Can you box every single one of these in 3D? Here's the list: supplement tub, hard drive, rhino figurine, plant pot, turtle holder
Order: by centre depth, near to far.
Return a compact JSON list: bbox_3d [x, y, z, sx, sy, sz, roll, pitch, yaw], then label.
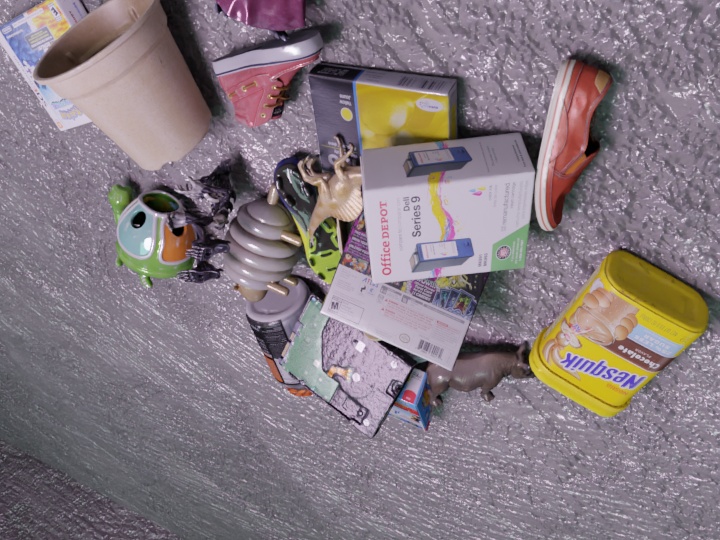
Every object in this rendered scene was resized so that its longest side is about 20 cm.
[{"bbox_3d":[-0.308,-0.251,0.891,0.196,0.204,0.185,2,141,33],"label":"plant pot"},{"bbox_3d":[0.193,0.156,0.990,0.194,0.061,0.089,-10,134,12],"label":"rhino figurine"},{"bbox_3d":[-0.024,0.146,1.011,0.197,0.038,0.142,33,106,15],"label":"hard drive"},{"bbox_3d":[-0.367,-0.077,1.148,0.187,0.137,0.134,55,139,41],"label":"turtle holder"},{"bbox_3d":[-0.122,0.123,1.155,0.119,0.124,0.204,7,133,29],"label":"supplement tub"}]

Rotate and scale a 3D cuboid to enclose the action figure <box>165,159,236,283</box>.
[{"bbox_3d":[-0.238,-0.090,0.964,0.099,0.204,0.120,9,140,-18],"label":"action figure"}]

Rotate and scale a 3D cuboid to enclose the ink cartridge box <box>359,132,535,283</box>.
[{"bbox_3d":[0.100,-0.072,0.774,0.193,0.089,0.148,-4,133,2],"label":"ink cartridge box"}]

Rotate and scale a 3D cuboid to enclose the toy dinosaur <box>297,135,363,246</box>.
[{"bbox_3d":[-0.041,-0.105,0.847,0.199,0.058,0.102,-36,90,39],"label":"toy dinosaur"}]

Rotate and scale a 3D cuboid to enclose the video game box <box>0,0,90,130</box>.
[{"bbox_3d":[-0.473,-0.329,1.028,0.196,0.047,0.185,-2,130,37],"label":"video game box"}]

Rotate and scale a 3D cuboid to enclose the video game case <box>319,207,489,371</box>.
[{"bbox_3d":[0.066,0.010,0.866,0.195,0.186,0.036,22,179,3],"label":"video game case"}]

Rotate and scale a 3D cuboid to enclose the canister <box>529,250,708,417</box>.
[{"bbox_3d":[0.327,0.085,0.831,0.146,0.087,0.202,29,138,7],"label":"canister"}]

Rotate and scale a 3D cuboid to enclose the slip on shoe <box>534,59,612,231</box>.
[{"bbox_3d":[0.230,-0.128,0.707,0.060,0.075,0.204,15,131,18],"label":"slip on shoe"}]

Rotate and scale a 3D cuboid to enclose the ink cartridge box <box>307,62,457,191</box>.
[{"bbox_3d":[0.033,-0.158,0.836,0.193,0.047,0.204,14,134,24],"label":"ink cartridge box"}]

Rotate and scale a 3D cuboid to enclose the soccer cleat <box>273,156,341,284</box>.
[{"bbox_3d":[-0.068,-0.076,0.960,0.063,0.084,0.204,-21,112,9],"label":"soccer cleat"}]

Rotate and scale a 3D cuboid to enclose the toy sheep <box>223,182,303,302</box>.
[{"bbox_3d":[-0.152,-0.042,1.018,0.135,0.138,0.205,24,110,12],"label":"toy sheep"}]

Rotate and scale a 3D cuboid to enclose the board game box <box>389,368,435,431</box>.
[{"bbox_3d":[0.028,0.198,1.120,0.195,0.057,0.197,19,159,19],"label":"board game box"}]

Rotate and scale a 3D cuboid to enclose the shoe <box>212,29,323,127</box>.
[{"bbox_3d":[-0.109,-0.242,0.822,0.197,0.071,0.093,5,125,44],"label":"shoe"}]

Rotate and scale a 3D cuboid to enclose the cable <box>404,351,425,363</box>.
[{"bbox_3d":[0.055,0.058,1.010,0.197,0.070,0.202,33,141,5],"label":"cable"}]

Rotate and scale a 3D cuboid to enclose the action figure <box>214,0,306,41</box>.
[{"bbox_3d":[-0.092,-0.371,0.704,0.151,0.131,0.203,60,142,40],"label":"action figure"}]

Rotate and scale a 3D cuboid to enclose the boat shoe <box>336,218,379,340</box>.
[{"bbox_3d":[0.002,-0.001,0.914,0.071,0.063,0.207,-8,87,31],"label":"boat shoe"}]
